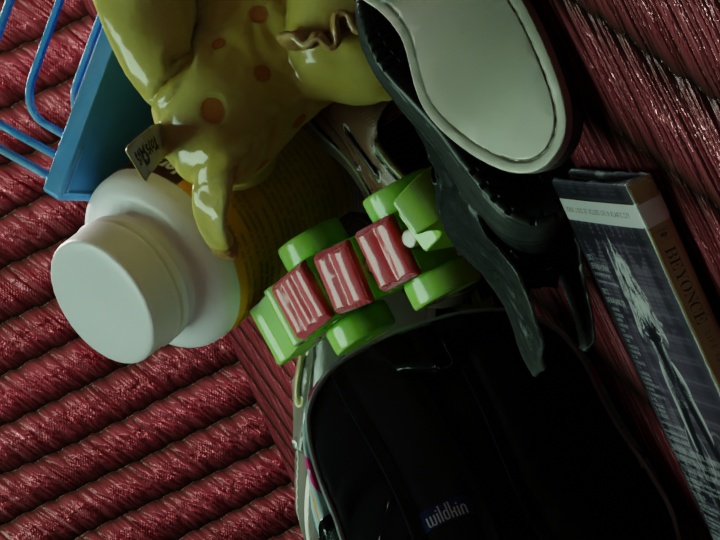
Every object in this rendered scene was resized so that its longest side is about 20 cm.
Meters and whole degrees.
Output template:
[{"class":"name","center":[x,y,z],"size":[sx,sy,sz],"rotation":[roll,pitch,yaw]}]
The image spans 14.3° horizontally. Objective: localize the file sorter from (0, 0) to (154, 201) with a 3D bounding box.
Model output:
[{"class":"file sorter","center":[-0.137,-0.126,1.677],"size":[0.122,0.139,0.200],"rotation":[28,-166,27]}]

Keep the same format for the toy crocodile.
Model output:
[{"class":"toy crocodile","center":[0.000,0.000,1.504],"size":[0.200,0.062,0.068],"rotation":[-31,84,49]}]

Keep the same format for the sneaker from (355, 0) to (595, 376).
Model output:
[{"class":"sneaker","center":[0.054,-0.054,1.385],"size":[0.200,0.060,0.104],"rotation":[58,166,20]}]

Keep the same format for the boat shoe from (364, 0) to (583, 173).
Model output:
[{"class":"boat shoe","center":[0.052,-0.114,1.294],"size":[0.063,0.073,0.200],"rotation":[9,-147,-44]}]

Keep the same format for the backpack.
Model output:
[{"class":"backpack","center":[0.062,0.125,1.486],"size":[0.151,0.177,0.201],"rotation":[86,162,-57]}]

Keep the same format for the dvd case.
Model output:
[{"class":"dvd case","center":[0.145,0.049,1.256],"size":[0.201,0.016,0.149],"rotation":[65,174,-6]}]

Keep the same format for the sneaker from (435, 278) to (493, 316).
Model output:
[{"class":"sneaker","center":[0.056,0.059,1.662],"size":[0.076,0.075,0.201],"rotation":[127,130,-63]}]

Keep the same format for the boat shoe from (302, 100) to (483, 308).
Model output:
[{"class":"boat shoe","center":[0.020,-0.081,1.554],"size":[0.201,0.072,0.068],"rotation":[58,149,16]}]

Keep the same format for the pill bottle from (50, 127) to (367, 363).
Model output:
[{"class":"pill bottle","center":[-0.079,-0.030,1.614],"size":[0.109,0.200,0.110],"rotation":[26,135,29]}]

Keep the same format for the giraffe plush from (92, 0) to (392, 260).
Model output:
[{"class":"giraffe plush","center":[-0.033,-0.120,1.464],"size":[0.173,0.162,0.200],"rotation":[59,-166,-27]}]

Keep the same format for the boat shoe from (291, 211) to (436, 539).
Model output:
[{"class":"boat shoe","center":[-0.004,0.067,1.616],"size":[0.060,0.072,0.203],"rotation":[31,116,52]}]
